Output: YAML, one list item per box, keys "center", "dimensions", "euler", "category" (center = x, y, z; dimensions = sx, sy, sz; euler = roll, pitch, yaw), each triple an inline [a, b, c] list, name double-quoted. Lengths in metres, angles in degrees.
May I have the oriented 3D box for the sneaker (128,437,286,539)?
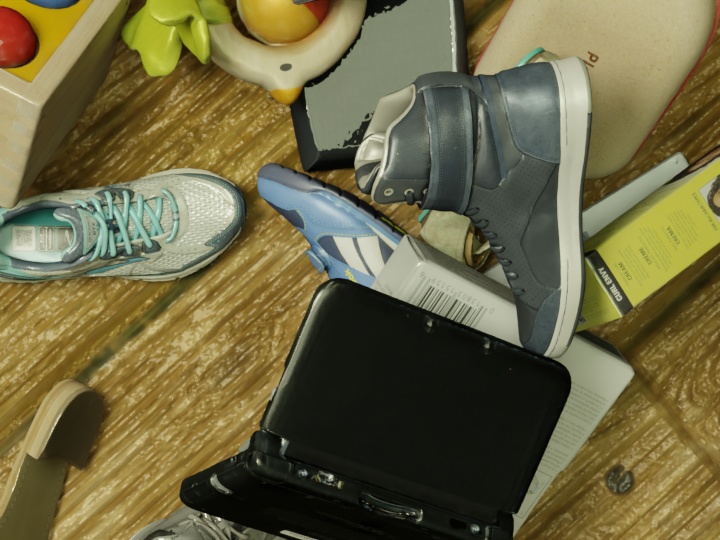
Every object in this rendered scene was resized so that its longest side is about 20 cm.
- center: [-0.087, 0.176, 1.224]
  dimensions: [0.199, 0.115, 0.075]
  euler: [-39, 91, 0]
  category: "sneaker"

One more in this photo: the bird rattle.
- center: [-0.070, -0.206, 1.206]
  dimensions: [0.163, 0.113, 0.201]
  euler: [39, 71, -13]
  category: "bird rattle"

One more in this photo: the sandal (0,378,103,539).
- center: [-0.260, 0.168, 1.257]
  dimensions: [0.069, 0.078, 0.213]
  euler: [23, 82, 30]
  category: "sandal"

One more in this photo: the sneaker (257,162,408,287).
- center: [0.000, 0.000, 1.246]
  dimensions: [0.199, 0.074, 0.083]
  euler: [38, 97, 2]
  category: "sneaker"

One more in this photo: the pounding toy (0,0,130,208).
- center: [-0.275, -0.168, 1.159]
  dimensions: [0.199, 0.185, 0.143]
  euler: [27, 135, -2]
  category: "pounding toy"

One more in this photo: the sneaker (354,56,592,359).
- center: [0.068, -0.033, 1.123]
  dimensions: [0.145, 0.077, 0.204]
  euler: [-6, 116, -8]
  category: "sneaker"

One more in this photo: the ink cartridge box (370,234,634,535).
- center: [0.065, 0.093, 1.223]
  dimensions: [0.199, 0.044, 0.174]
  euler: [27, 106, -29]
  category: "ink cartridge box"

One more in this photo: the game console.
- center: [0.009, 0.110, 1.160]
  dimensions: [0.199, 0.176, 0.117]
  euler: [22, 62, -25]
  category: "game console"

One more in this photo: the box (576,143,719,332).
- center: [0.220, -0.035, 1.218]
  dimensions: [0.199, 0.075, 0.050]
  euler: [-35, 93, -23]
  category: "box"

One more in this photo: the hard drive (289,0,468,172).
- center: [0.009, -0.176, 1.258]
  dimensions: [0.133, 0.042, 0.202]
  euler: [-5, 91, -1]
  category: "hard drive"

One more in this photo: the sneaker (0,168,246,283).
- center: [-0.177, -0.024, 1.234]
  dimensions: [0.198, 0.086, 0.078]
  euler: [-11, 92, -1]
  category: "sneaker"

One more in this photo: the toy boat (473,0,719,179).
- center: [0.169, -0.171, 1.226]
  dimensions: [0.130, 0.131, 0.201]
  euler: [30, 132, -2]
  category: "toy boat"

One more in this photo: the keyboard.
- center: [0.161, -0.010, 1.281]
  dimensions: [0.199, 0.011, 0.057]
  euler: [-32, 86, -1]
  category: "keyboard"

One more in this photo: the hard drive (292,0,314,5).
- center: [0.024, -0.265, 1.191]
  dimensions: [0.199, 0.038, 0.141]
  euler: [-20, 99, -35]
  category: "hard drive"

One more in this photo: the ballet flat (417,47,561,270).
- center: [0.102, -0.070, 1.201]
  dimensions: [0.067, 0.200, 0.062]
  euler: [-33, 74, -35]
  category: "ballet flat"
